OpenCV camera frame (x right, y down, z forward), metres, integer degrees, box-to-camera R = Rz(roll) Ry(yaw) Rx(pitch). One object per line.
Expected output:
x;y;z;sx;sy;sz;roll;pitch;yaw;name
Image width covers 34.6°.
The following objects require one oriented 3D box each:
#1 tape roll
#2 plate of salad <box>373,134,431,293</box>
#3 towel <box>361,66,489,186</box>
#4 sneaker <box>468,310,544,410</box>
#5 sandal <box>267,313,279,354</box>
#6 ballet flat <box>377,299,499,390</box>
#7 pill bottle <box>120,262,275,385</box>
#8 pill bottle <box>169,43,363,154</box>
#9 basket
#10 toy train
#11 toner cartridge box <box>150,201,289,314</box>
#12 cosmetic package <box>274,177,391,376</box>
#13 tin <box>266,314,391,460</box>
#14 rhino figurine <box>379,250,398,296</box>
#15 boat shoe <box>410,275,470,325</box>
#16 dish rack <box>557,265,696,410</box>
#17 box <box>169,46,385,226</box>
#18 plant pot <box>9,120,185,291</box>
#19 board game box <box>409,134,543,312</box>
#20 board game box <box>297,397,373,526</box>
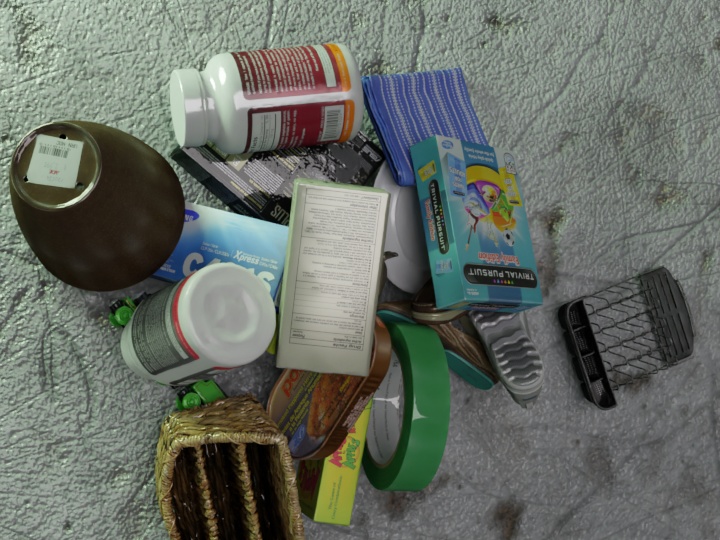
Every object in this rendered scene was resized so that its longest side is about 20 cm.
0.048;0.162;1.382;0.048;0.200;0.201;5;88;-17;tape roll
0.073;-0.071;1.456;0.200;0.048;0.200;-7;100;-47;plate of salad
0.087;-0.182;1.433;0.200;0.024;0.145;-15;83;-46;towel
0.180;0.088;1.464;0.075;0.200;0.082;-10;137;1;sneaker
-0.105;0.049;1.358;0.200;0.087;0.080;34;88;30;sandal
0.104;0.077;1.479;0.200;0.068;0.072;31;60;-15;ballet flat
-0.187;0.066;1.269;0.111;0.200;0.111;11;71;-33;pill bottle
-0.106;-0.190;1.292;0.200;0.113;0.113;-8;92;-18;pill bottle
-0.154;0.263;1.320;0.143;0.149;0.200;-13;110;-18;basket
-0.223;0.107;1.380;0.056;0.042;0.200;-40;101;-24;toy train
-0.162;-0.019;1.332;0.200;0.043;0.095;14;79;26;toner cartridge box
-0.032;0.006;1.244;0.105;0.071;0.200;8;97;-6;cosmetic package
-0.038;0.130;1.345;0.042;0.112;0.200;13;114;-51;tin
0.000;0.000;1.361;0.060;0.200;0.087;-13;63;-20;rhino figurine
0.120;0.000;1.433;0.202;0.075;0.075;-35;122;-51;boat shoe
0.369;0.084;1.565;0.200;0.055;0.154;-20;96;-18;dish rack
-0.099;-0.138;1.398;0.200;0.086;0.164;40;77;-13;box
-0.299;-0.086;1.244;0.187;0.200;0.187;0;79;2;plant pot
0.141;-0.053;1.390;0.151;0.047;0.200;4;71;-45;board game box
-0.031;0.199;1.407;0.048;0.102;0.200;12;85;-18;board game box
